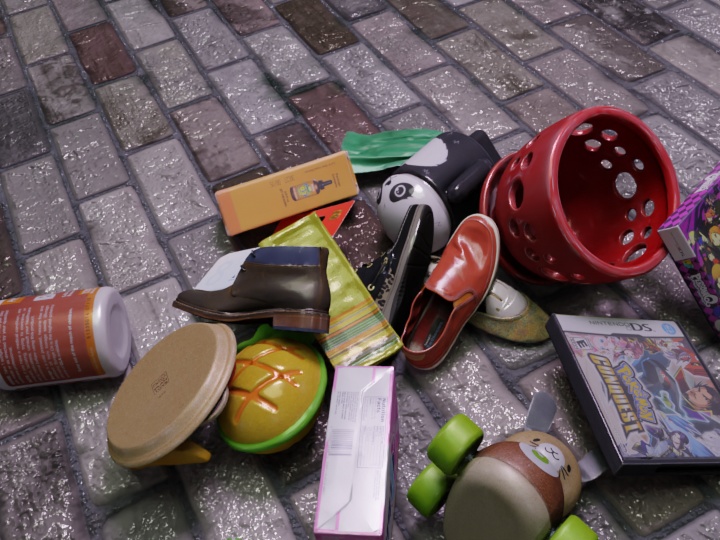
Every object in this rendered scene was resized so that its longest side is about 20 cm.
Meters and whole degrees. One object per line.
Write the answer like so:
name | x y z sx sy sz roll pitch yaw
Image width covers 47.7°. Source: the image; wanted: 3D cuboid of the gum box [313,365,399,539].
gum box | 0.002 0.204 0.840 0.065 0.114 0.202 0 47 7

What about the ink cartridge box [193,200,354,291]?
ink cartridge box | -0.114 -0.029 1.077 0.159 0.047 0.201 -10 38 44

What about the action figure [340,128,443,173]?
action figure | 0.069 -0.178 1.241 0.197 0.055 0.119 -2 44 11

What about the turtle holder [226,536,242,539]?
turtle holder | -0.094 0.323 0.721 0.183 0.142 0.133 6 48 12

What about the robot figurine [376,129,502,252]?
robot figurine | 0.109 -0.112 1.121 0.124 0.151 0.200 37 62 22

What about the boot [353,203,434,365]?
boot | -0.001 0.000 1.023 0.152 0.073 0.206 16 84 26

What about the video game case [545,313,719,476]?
video game case | 0.315 0.131 0.888 0.178 0.026 0.201 5 42 -19

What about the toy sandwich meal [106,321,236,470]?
toy sandwich meal | -0.202 0.145 0.901 0.204 0.070 0.206 -28 34 21

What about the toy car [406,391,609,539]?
toy car | 0.176 0.201 0.810 0.164 0.159 0.199 40 49 22

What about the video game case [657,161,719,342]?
video game case | 0.459 -0.030 0.979 0.200 0.182 0.036 -39 11 -28

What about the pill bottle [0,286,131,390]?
pill bottle | -0.396 0.086 1.007 0.197 0.113 0.113 -7 45 0

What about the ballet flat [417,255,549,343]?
ballet flat | 0.147 0.032 1.021 0.198 0.071 0.071 22 52 25

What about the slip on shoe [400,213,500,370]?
slip on shoe | 0.107 0.024 0.973 0.074 0.061 0.202 27 87 28

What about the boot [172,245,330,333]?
boot | -0.122 0.015 0.939 0.197 0.075 0.098 6 85 18

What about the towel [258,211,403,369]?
towel | -0.036 0.028 0.958 0.085 0.018 0.201 -28 73 -18

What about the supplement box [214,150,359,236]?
supplement box | -0.105 -0.111 1.169 0.198 0.067 0.069 -18 7 -2

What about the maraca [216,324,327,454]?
maraca | -0.100 0.125 0.936 0.135 0.108 0.201 -14 37 11

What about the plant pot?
plant pot | 0.254 -0.077 0.997 0.200 0.201 0.182 -39 9 -28
